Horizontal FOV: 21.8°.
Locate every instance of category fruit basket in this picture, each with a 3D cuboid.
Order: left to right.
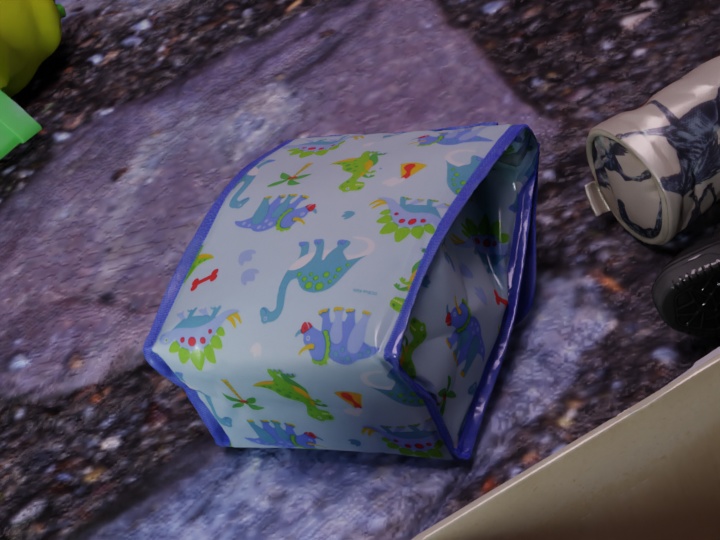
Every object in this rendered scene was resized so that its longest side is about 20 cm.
[{"bbox_3d":[-0.324,-0.166,1.435,0.215,0.155,0.216,-20,50,25],"label":"fruit basket"}]

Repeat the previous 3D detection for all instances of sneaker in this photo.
[{"bbox_3d":[0.241,-0.035,1.017,0.199,0.060,0.104,-19,40,-1],"label":"sneaker"}]

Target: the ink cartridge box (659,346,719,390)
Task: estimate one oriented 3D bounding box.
[{"bbox_3d":[0.209,0.070,0.852,0.200,0.068,0.116,-39,18,38],"label":"ink cartridge box"}]

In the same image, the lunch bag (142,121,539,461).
[{"bbox_3d":[0.000,0.000,1.054,0.170,0.128,0.200,0,53,30],"label":"lunch bag"}]

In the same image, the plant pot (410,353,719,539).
[{"bbox_3d":[0.164,0.171,0.711,0.199,0.177,0.200,-30,37,-6],"label":"plant pot"}]

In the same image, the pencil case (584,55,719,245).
[{"bbox_3d":[0.221,-0.097,1.085,0.200,0.078,0.089,-36,-2,-12],"label":"pencil case"}]
